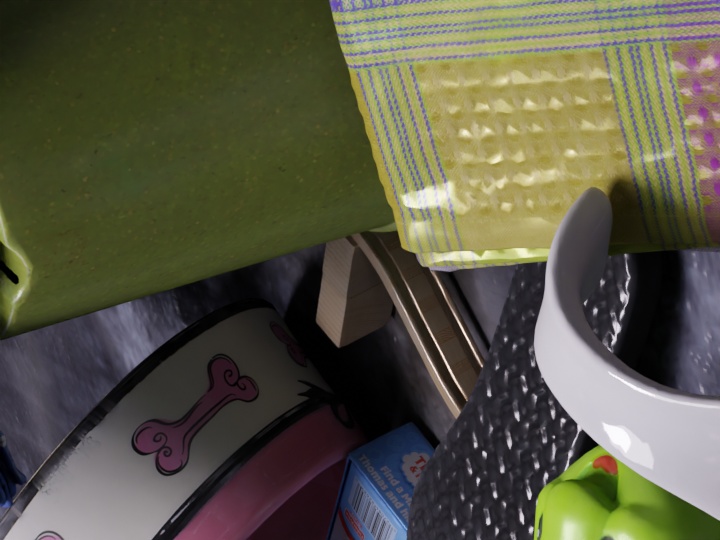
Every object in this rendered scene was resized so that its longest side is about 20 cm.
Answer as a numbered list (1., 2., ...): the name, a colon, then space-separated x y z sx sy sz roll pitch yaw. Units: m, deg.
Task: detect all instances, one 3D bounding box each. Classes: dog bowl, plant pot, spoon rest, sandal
1. dog bowl: -0.074 0.111 1.041 0.074 0.200 0.200 39 149 13
2. plant pot: -0.062 -0.069 0.835 0.200 0.190 0.200 43 149 35
3. spoon rest: 0.126 0.048 0.697 0.200 0.061 0.099 29 137 25
4. sandal: 0.067 0.057 0.876 0.075 0.045 0.200 48 132 38

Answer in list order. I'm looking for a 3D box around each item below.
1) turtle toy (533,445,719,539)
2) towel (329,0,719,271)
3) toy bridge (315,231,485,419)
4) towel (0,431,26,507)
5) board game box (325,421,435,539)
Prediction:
1. turtle toy: 0.113 0.138 0.806 0.146 0.101 0.200 12 125 59
2. towel: 0.054 -0.087 0.727 0.143 0.023 0.200 -2 118 30
3. toy bridge: 0.000 0.000 0.973 0.200 0.027 0.067 48 150 28
4. towel: -0.157 -0.033 0.809 0.145 0.024 0.200 40 145 45
5. board game box: 0.036 0.174 1.060 0.151 0.037 0.200 51 151 23
